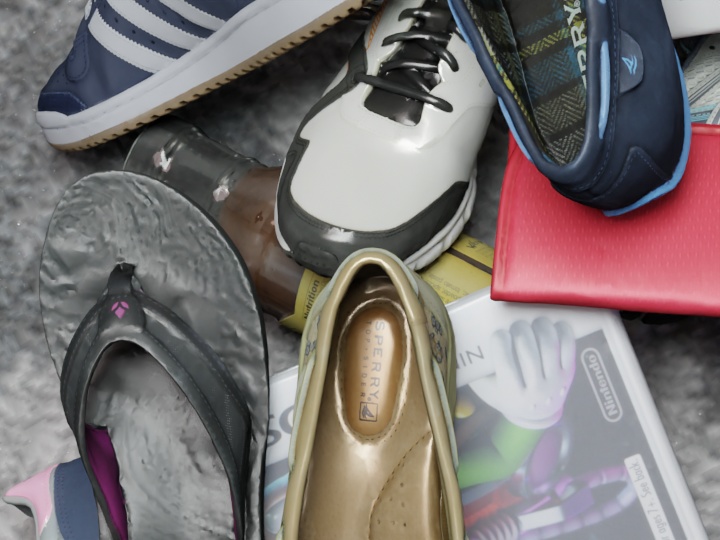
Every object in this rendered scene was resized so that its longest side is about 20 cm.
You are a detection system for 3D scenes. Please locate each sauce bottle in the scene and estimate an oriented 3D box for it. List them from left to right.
[{"bbox_3d":[0.000,0.000,0.891,0.199,0.065,0.065,30,81,22],"label":"sauce bottle"}]

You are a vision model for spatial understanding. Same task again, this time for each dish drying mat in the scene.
[{"bbox_3d":[0.146,-0.017,0.796,0.198,0.018,0.077,4,59,6],"label":"dish drying mat"}]

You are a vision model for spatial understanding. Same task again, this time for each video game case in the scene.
[{"bbox_3d":[0.034,0.118,0.824,0.181,0.023,0.201,-22,91,7],"label":"video game case"}]

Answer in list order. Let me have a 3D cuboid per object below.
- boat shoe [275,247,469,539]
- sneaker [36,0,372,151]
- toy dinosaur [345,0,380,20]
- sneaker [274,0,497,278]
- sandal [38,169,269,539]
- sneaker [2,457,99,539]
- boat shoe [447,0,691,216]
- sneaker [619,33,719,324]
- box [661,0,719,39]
[{"bbox_3d":[0.001,0.094,0.767,0.073,0.063,0.201,-4,79,3],"label":"boat shoe"},{"bbox_3d":[-0.074,-0.121,0.888,0.199,0.070,0.109,-21,104,46],"label":"sneaker"},{"bbox_3d":[-0.003,-0.162,0.898,0.085,0.200,0.136,26,76,-4],"label":"toy dinosaur"},{"bbox_3d":[0.025,-0.080,0.866,0.073,0.080,0.201,21,55,14],"label":"sneaker"},{"bbox_3d":[-0.064,0.063,0.796,0.075,0.048,0.202,-10,88,4],"label":"sandal"},{"bbox_3d":[-0.096,0.163,0.862,0.081,0.070,0.201,-7,64,18],"label":"sneaker"},{"bbox_3d":[0.057,-0.119,0.776,0.084,0.069,0.201,-32,73,25],"label":"boat shoe"},{"bbox_3d":[0.160,-0.067,0.869,0.199,0.078,0.087,-27,58,0],"label":"sneaker"},{"bbox_3d":[0.174,-0.171,0.832,0.199,0.106,0.153,-6,100,21],"label":"box"}]
